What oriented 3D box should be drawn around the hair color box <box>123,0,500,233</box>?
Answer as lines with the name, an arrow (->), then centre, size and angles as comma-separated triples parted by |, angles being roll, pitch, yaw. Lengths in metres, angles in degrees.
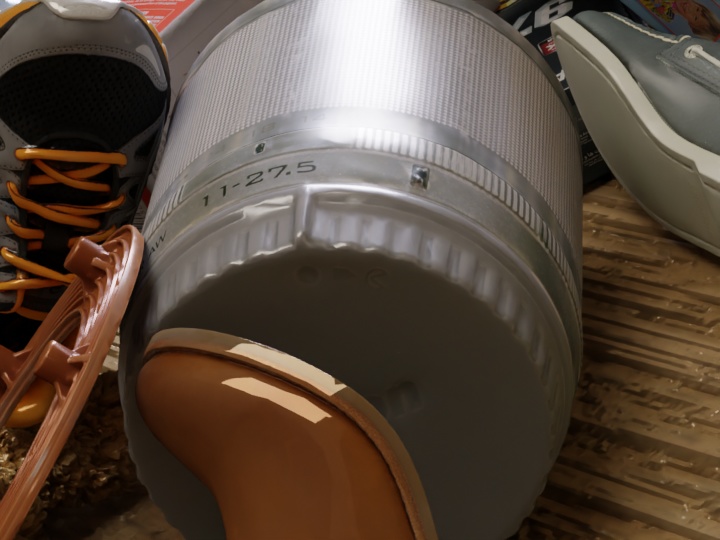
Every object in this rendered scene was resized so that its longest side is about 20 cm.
hair color box -> -0.039, -0.092, 1.127 | 0.061, 0.102, 0.200 | 5, 42, 50

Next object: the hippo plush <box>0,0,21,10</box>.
hippo plush -> -0.183, -0.046, 1.210 | 0.200, 0.159, 0.161 | 31, 100, 40

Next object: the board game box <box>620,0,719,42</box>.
board game box -> 0.129, -0.178, 1.083 | 0.103, 0.200, 0.105 | -43, -13, -25

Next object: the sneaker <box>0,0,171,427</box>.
sneaker -> -0.114, -0.021, 1.013 | 0.078, 0.200, 0.077 | 4, 47, -12

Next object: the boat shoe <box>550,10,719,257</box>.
boat shoe -> 0.138, -0.050, 1.006 | 0.062, 0.073, 0.200 | -30, 36, -10

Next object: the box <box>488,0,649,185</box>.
box -> 0.031, -0.063, 1.170 | 0.200, 0.046, 0.159 | -28, 26, 6

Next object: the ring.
ring -> -0.130, 0.069, 0.911 | 0.201, 0.019, 0.200 | -56, 11, 17

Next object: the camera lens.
camera lens -> 0.000, 0.000, 0.966 | 0.160, 0.160, 0.200 | -21, 28, 17

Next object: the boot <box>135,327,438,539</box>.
boot -> -0.028, 0.118, 0.804 | 0.200, 0.074, 0.155 | 34, 70, 22

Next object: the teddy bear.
teddy bear -> -0.169, 0.099, 1.071 | 0.200, 0.067, 0.145 | -34, 24, -10
